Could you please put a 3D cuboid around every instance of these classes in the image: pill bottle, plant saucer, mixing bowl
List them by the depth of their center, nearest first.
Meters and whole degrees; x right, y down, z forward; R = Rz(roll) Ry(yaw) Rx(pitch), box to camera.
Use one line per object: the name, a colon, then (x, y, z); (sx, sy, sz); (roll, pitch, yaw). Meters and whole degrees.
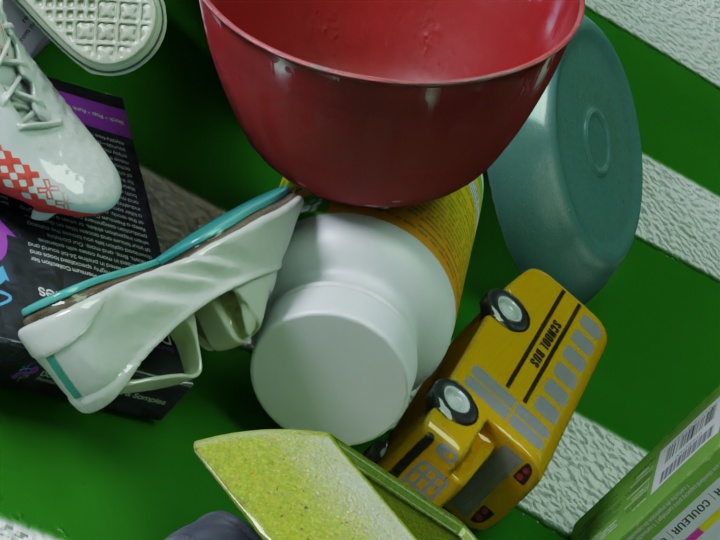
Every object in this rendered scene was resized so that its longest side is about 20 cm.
plant saucer: (0.038, 0.154, 1.130); (0.200, 0.048, 0.200); (48, 6, 37)
mixing bowl: (0.010, -0.102, 1.275); (0.198, 0.109, 0.201); (4, 35, -3)
pill bottle: (0.000, 0.000, 1.321); (0.111, 0.111, 0.201); (34, 32, -12)
plant saucer: (0.130, -0.076, 1.519); (0.200, 0.036, 0.202); (24, 63, -60)

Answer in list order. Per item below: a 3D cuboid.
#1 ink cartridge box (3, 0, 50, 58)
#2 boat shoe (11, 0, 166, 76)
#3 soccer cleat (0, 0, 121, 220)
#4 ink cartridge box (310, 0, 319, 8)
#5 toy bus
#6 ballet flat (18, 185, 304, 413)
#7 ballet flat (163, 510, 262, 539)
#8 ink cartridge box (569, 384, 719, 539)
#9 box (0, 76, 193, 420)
ink cartridge box: (-0.218, -0.215, 1.338); (0.200, 0.088, 0.145); (39, 17, -8)
boat shoe: (-0.168, -0.173, 1.237); (0.200, 0.075, 0.062); (48, -1, 8)
soccer cleat: (-0.189, -0.104, 1.200); (0.200, 0.085, 0.069); (40, 32, -1)
ink cartridge box: (-0.092, -0.193, 1.438); (0.200, 0.044, 0.174); (47, 2, 7)
toy bus: (0.069, 0.073, 1.355); (0.078, 0.065, 0.200); (42, 31, -4)
ballet flat: (-0.086, 0.018, 1.200); (0.070, 0.070, 0.200); (48, 36, 10)
ballet flat: (-0.009, 0.179, 1.143); (0.199, 0.073, 0.073); (38, 32, -3)
ink cartridge box: (0.226, 0.172, 1.328); (0.200, 0.148, 0.076); (38, 33, -7)
box: (-0.167, -0.024, 1.241); (0.142, 0.036, 0.201); (16, 39, -34)
